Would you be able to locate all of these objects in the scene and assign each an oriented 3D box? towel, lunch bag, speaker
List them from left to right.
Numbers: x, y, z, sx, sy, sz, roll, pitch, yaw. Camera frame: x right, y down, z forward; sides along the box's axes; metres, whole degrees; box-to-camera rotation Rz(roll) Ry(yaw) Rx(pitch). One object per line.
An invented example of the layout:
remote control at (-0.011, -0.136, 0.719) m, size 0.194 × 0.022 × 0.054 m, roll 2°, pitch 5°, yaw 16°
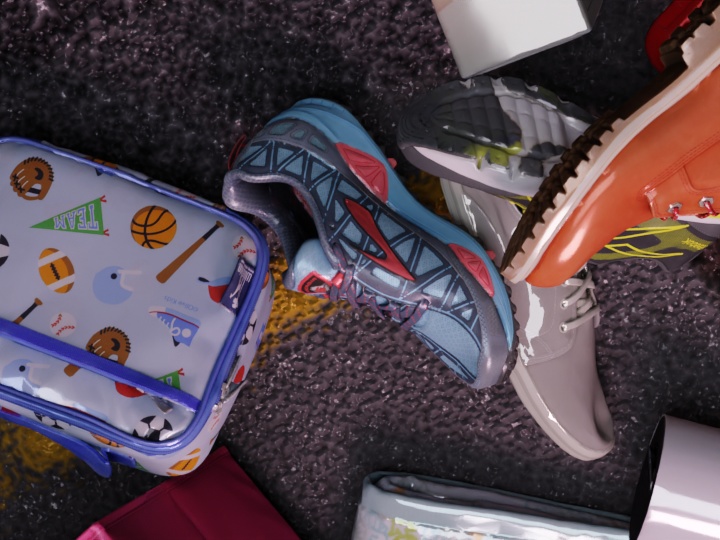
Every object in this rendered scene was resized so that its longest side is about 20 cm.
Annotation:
lunch bag at (-0.150, 0.024, 1.654) m, size 0.199 × 0.076 × 0.161 m, roll 21°, pitch 72°, yaw 9°
towel at (0.085, 0.215, 1.734) m, size 0.199 × 0.048 × 0.172 m, roll 11°, pitch 107°, yaw 4°
speaker at (0.254, 0.142, 1.666) m, size 0.199 × 0.081 × 0.081 m, roll 15°, pitch 108°, yaw -1°

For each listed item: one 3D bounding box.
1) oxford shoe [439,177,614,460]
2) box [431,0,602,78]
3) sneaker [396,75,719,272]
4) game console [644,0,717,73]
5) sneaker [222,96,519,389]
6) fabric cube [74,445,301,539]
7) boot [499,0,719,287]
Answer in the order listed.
oxford shoe at (0.105, 0.013, 1.654) m, size 0.058 × 0.075 × 0.200 m, roll -17°, pitch 100°, yaw 26°
box at (0.058, -0.215, 1.582) m, size 0.078 × 0.095 × 0.200 m, roll -19°, pitch 102°, yaw 14°
sneaker at (0.111, -0.041, 1.588) m, size 0.199 × 0.075 × 0.085 m, roll 13°, pitch 135°, yaw -12°
game console at (0.279, -0.119, 1.561) m, size 0.200 × 0.119 × 0.172 m, roll 43°, pitch 109°, yaw 2°
sneaker at (0.000, 0.000, 1.626) m, size 0.200 × 0.095 × 0.079 m, roll 46°, pitch 144°, yaw 18°
fabric cube at (-0.113, 0.251, 1.670) m, size 0.196 × 0.200 × 0.199 m, roll -43°, pitch 84°, yaw 21°
boot at (0.163, -0.047, 1.495) m, size 0.200 × 0.075 × 0.107 m, roll -44°, pitch 98°, yaw 5°
